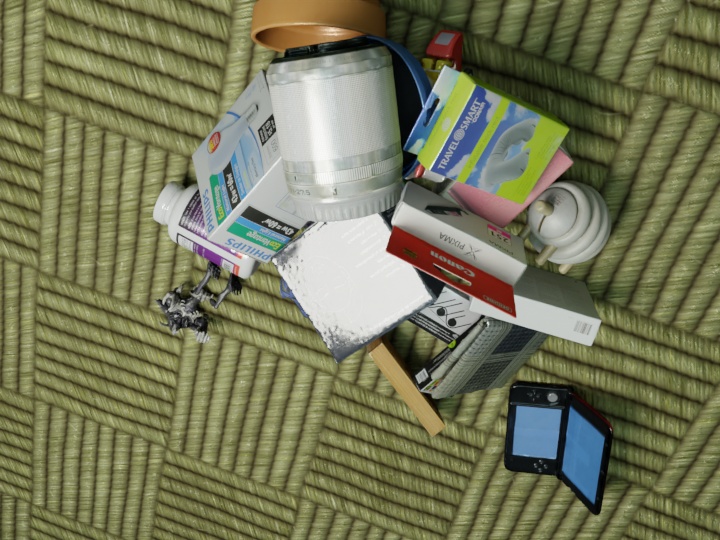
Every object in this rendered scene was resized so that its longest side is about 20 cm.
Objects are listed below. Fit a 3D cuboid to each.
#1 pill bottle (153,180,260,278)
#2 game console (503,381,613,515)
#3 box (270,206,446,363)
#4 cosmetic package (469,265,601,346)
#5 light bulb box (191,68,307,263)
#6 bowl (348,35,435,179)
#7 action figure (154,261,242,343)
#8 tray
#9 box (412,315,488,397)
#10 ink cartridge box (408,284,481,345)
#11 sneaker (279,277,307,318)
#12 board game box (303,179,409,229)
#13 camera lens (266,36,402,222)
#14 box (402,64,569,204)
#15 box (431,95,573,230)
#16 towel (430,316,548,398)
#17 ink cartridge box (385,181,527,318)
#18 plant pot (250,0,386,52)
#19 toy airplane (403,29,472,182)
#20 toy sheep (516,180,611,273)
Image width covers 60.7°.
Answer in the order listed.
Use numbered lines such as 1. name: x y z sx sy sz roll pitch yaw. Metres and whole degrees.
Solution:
1. pill bottle: -0.259 -0.078 1.086 0.197 0.113 0.114 28 116 -1
2. game console: 0.355 0.326 1.131 0.168 0.119 0.205 3 113 10
3. box: 0.000 0.000 0.972 0.198 0.124 0.199 -33 91 21
4. cosmetic package: 0.278 0.041 1.006 0.195 0.151 0.053 16 116 4
5. light bulb box: -0.152 -0.160 0.968 0.200 0.201 0.124 -42 139 24
6. bowl: 0.021 -0.221 0.859 0.198 0.039 0.205 22 124 35
7. action figure: -0.321 0.071 1.171 0.118 0.103 0.199 40 114 -20
8. tray: 0.081 0.203 1.143 0.037 0.099 0.202 -35 103 4
9. box: 0.198 0.151 1.099 0.109 0.035 0.200 19 125 -45
10. ink cartridge box: 0.114 0.049 1.102 0.197 0.044 0.095 30 114 -2
11. sneaker: -0.067 0.062 1.138 0.199 0.075 0.079 39 124 2
12. board game box: 0.006 -0.084 1.046 0.198 0.040 0.155 -30 87 22
13. camera lens: -0.029 -0.181 0.780 0.156 0.160 0.205 -4 111 13
14. box: 0.166 -0.171 0.802 0.196 0.048 0.124 12 119 -31
15. box: 0.212 -0.149 0.951 0.109 0.128 0.200 41 115 -9
16. towel: 0.226 0.144 1.059 0.189 0.035 0.202 0 135 -36
17. ink cartridge box: 0.136 -0.036 0.848 0.197 0.174 0.044 27 117 -3
18. plant pot: -0.057 -0.397 0.877 0.195 0.200 0.144 3 97 10
19. toy airplane: 0.092 -0.230 0.894 0.197 0.141 0.203 -28 74 16
20. toy sheep: 0.314 -0.072 0.944 0.135 0.198 0.142 -5 81 37
